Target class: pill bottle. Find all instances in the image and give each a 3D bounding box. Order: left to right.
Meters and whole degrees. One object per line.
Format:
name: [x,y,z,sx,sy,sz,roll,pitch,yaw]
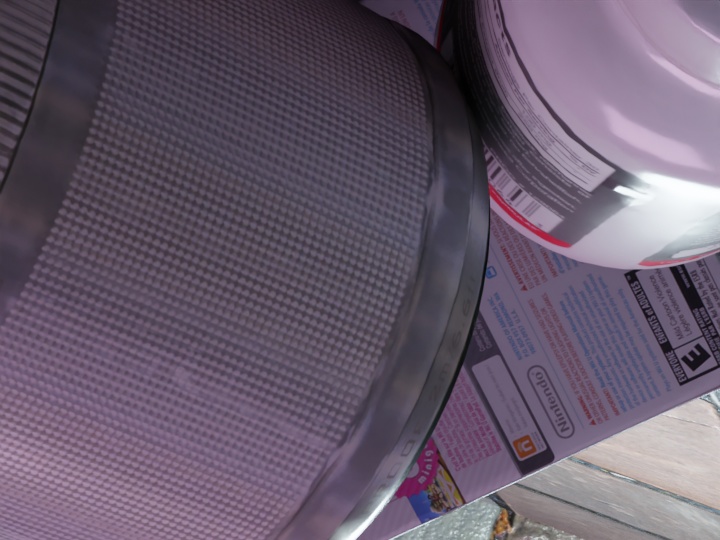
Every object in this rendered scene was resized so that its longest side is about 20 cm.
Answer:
pill bottle: [0.081,-0.066,0.611,0.110,0.111,0.200,22,172,-2]

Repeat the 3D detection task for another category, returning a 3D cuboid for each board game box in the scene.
board game box: [0.000,0.000,0.772,0.148,0.200,0.064,63,-169,-8]

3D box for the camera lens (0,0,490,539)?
camera lens: [-0.082,-0.016,0.622,0.200,0.160,0.160,25,171,-30]
